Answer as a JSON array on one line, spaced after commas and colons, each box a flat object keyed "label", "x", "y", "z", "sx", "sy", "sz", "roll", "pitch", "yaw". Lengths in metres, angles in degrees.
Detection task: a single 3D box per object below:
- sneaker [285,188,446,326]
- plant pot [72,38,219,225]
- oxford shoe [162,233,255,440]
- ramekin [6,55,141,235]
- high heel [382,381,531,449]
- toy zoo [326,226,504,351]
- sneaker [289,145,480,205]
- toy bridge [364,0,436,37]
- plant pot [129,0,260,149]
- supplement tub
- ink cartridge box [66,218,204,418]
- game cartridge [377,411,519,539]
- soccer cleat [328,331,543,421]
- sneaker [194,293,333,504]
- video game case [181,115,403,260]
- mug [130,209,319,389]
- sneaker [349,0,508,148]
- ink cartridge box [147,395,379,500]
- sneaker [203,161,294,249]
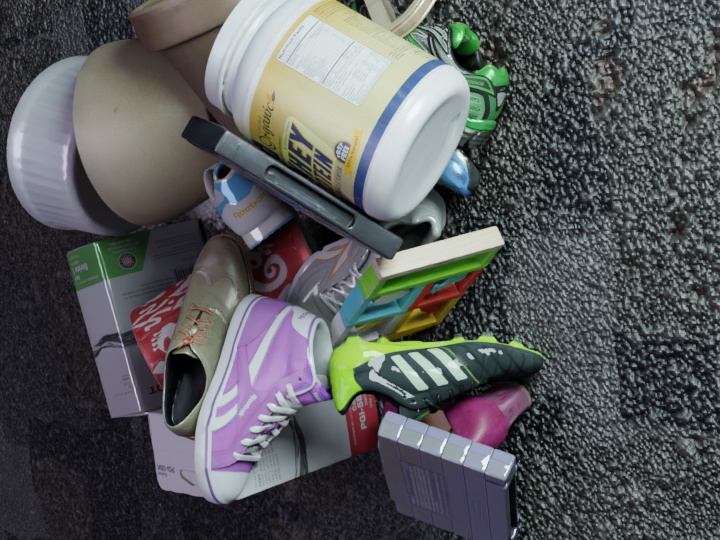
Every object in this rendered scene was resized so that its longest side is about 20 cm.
[{"label": "sneaker", "x": 0.000, "y": 0.000, "z": 1.476, "sx": 0.076, "sy": 0.092, "sz": 0.200, "roll": 42, "pitch": 101, "yaw": -11}, {"label": "plant pot", "x": -0.191, "y": -0.159, "z": 1.668, "sx": 0.133, "sy": 0.200, "sz": 0.203, "roll": -11, "pitch": 94, "yaw": 30}, {"label": "oxford shoe", "x": -0.147, "y": 0.062, "z": 1.495, "sx": 0.070, "sy": 0.075, "sz": 0.203, "roll": 5, "pitch": 83, "yaw": 16}, {"label": "ramekin", "x": -0.294, "y": -0.136, "z": 1.778, "sx": 0.097, "sy": 0.199, "sz": 0.203, "roll": 17, "pitch": 115, "yaw": 37}, {"label": "high heel", "x": 0.068, "y": 0.148, "z": 1.504, "sx": 0.199, "sy": 0.096, "sz": 0.068, "roll": -19, "pitch": 103, "yaw": 51}, {"label": "toy zoo", "x": 0.041, "y": 0.027, "z": 1.457, "sx": 0.021, "sy": 0.130, "sz": 0.200, "roll": 66, "pitch": 153, "yaw": 19}, {"label": "sneaker", "x": 0.020, "y": -0.095, "z": 1.463, "sx": 0.198, "sy": 0.078, "sz": 0.091, "roll": 16, "pitch": 79, "yaw": 28}, {"label": "toy bridge", "x": 0.018, "y": -0.235, "z": 1.416, "sx": 0.199, "sy": 0.027, "sz": 0.068, "roll": -33, "pitch": 56, "yaw": 17}, {"label": "plant pot", "x": -0.104, "y": -0.221, "z": 1.553, "sx": 0.199, "sy": 0.200, "sz": 0.176, "roll": -7, "pitch": 116, "yaw": 50}, {"label": "supplement tub", "x": -0.021, "y": -0.148, "z": 1.342, "sx": 0.199, "sy": 0.144, "sz": 0.146, "roll": 32, "pitch": 126, "yaw": 18}, {"label": "ink cartridge box", "x": -0.238, "y": 0.056, "z": 1.804, "sx": 0.084, "sy": 0.145, "sz": 0.202, "roll": -15, "pitch": 89, "yaw": 51}, {"label": "game cartridge", "x": 0.083, "y": 0.196, "z": 1.445, "sx": 0.128, "sy": 0.039, "sz": 0.201, "roll": 23, "pitch": 156, "yaw": 17}, {"label": "soccer cleat", "x": 0.069, "y": 0.100, "z": 1.437, "sx": 0.068, "sy": 0.197, "sz": 0.082, "roll": 89, "pitch": 180, "yaw": -75}, {"label": "sneaker", "x": -0.085, "y": 0.131, "z": 1.461, "sx": 0.113, "sy": 0.072, "sz": 0.203, "roll": 15, "pitch": 93, "yaw": 30}, {"label": "video game case", "x": -0.066, "y": -0.076, "z": 1.389, "sx": 0.026, "sy": 0.180, "sz": 0.200, "roll": -58, "pitch": 17, "yaw": 0}, {"label": "mug", "x": -0.120, "y": 0.048, "z": 1.615, "sx": 0.134, "sy": 0.199, "sz": 0.178, "roll": 62, "pitch": -178, "yaw": 14}, {"label": "sneaker", "x": 0.066, "y": -0.201, "z": 1.434, "sx": 0.200, "sy": 0.078, "sz": 0.086, "roll": 45, "pitch": 117, "yaw": 29}, {"label": "ink cartridge box", "x": -0.100, "y": 0.166, "z": 1.633, "sx": 0.146, "sy": 0.199, "sz": 0.084, "roll": 0, "pitch": 102, "yaw": 49}, {"label": "sneaker", "x": -0.116, "y": -0.085, "z": 1.579, "sx": 0.081, "sy": 0.076, "sz": 0.200, "roll": 53, "pitch": 178, "yaw": -14}]
